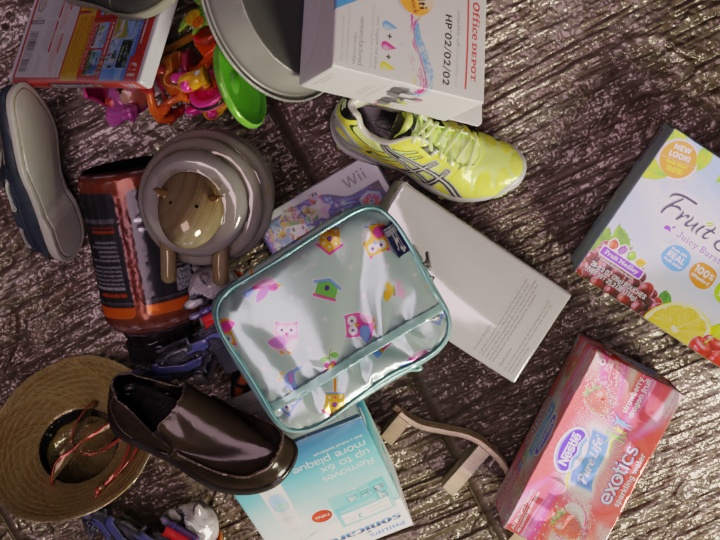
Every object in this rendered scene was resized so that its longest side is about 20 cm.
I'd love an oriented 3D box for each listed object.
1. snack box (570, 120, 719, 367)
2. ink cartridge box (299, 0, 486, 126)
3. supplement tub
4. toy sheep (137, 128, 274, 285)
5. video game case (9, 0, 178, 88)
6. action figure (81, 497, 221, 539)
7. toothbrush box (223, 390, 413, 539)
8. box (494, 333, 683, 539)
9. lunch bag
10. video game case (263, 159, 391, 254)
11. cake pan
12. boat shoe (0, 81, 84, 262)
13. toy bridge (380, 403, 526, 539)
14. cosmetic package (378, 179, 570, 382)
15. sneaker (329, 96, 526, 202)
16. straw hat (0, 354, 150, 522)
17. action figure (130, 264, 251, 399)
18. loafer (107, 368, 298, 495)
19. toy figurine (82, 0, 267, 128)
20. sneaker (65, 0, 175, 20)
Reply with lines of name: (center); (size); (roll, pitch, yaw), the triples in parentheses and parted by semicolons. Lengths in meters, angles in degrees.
snack box: (0.334, -0.020, 1.116); (0.199, 0.068, 0.169); (33, 105, -4)
ink cartridge box: (0.049, -0.209, 1.036); (0.198, 0.068, 0.116); (8, 79, -29)
supplement tub: (-0.216, -0.009, 1.152); (0.106, 0.107, 0.202); (-6, 103, 7)
toy sheep: (-0.140, -0.066, 1.063); (0.136, 0.200, 0.139); (1, 108, 4)
video game case: (-0.244, -0.239, 1.065); (0.199, 0.017, 0.144); (8, 79, 40)
action figure: (-0.221, 0.329, 1.251); (0.199, 0.104, 0.195); (32, 98, 24)
toothbrush box: (-0.047, 0.197, 1.141); (0.145, 0.086, 0.201); (-21, 135, 1)
box: (0.224, 0.178, 1.147); (0.102, 0.095, 0.201); (27, 96, -2)
lunch bag: (-0.021, 0.043, 1.029); (0.199, 0.077, 0.161); (-31, 93, -5)
video game case: (0.000, 0.000, 1.179); (0.142, 0.018, 0.201); (-29, 99, 12)
cake pan: (-0.063, -0.256, 1.038); (0.037, 0.200, 0.202); (-6, 105, 41)
boat shoe: (-0.331, -0.097, 1.141); (0.061, 0.075, 0.201); (8, 136, 19)
toy bridge: (0.112, 0.206, 1.212); (0.200, 0.027, 0.067); (40, 101, -4)
cosmetic package: (0.091, 0.008, 1.122); (0.199, 0.085, 0.108); (34, 93, -7)
sneaker: (0.065, -0.118, 1.107); (0.198, 0.076, 0.076); (15, 82, 0)
straw hat: (-0.290, 0.194, 1.216); (0.199, 0.202, 0.085); (-16, 145, 9)
action figure: (-0.132, 0.079, 1.137); (0.198, 0.105, 0.195); (-17, 120, 7)
loafer: (-0.152, 0.143, 1.032); (0.198, 0.073, 0.072); (13, 147, 20)
toy figurine: (-0.184, -0.191, 1.085); (0.183, 0.201, 0.150); (-17, 143, 21)
sneaker: (-0.238, -0.274, 0.991); (0.199, 0.106, 0.075); (9, 80, 39)
